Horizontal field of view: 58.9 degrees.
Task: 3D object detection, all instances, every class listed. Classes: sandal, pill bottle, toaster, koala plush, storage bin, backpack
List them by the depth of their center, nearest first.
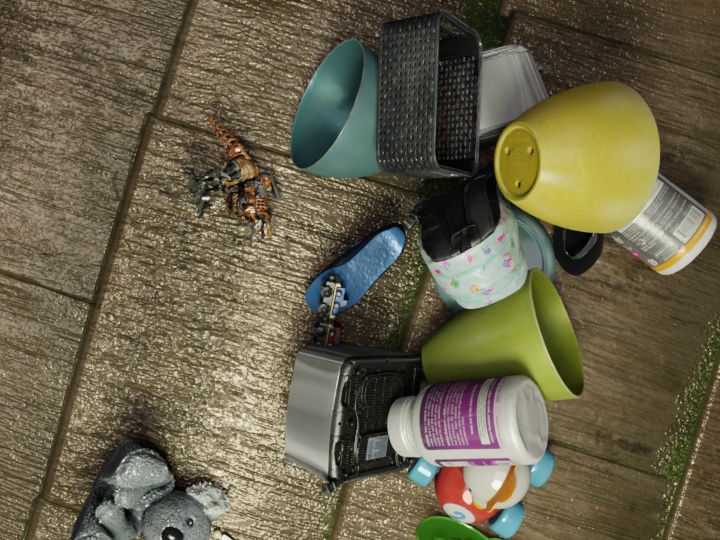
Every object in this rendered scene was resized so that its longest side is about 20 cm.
[{"bbox_3d":[0.139,0.204,0.856,0.199,0.112,0.113,-13,88,36],"label":"pill bottle"},{"bbox_3d":[0.095,-0.232,0.873,0.093,0.135,0.202,2,92,35],"label":"storage bin"},{"bbox_3d":[0.158,-0.045,0.895,0.166,0.201,0.127,-34,113,19],"label":"backpack"},{"bbox_3d":[-0.012,0.208,0.938,0.118,0.199,0.183,6,90,43],"label":"toaster"},{"bbox_3d":[0.328,-0.067,0.940,0.076,0.201,0.043,36,56,25],"label":"sandal"},{"bbox_3d":[0.417,-0.096,0.960,0.199,0.116,0.117,38,91,3],"label":"pill bottle"},{"bbox_3d":[0.190,-0.255,0.975,0.198,0.114,0.130,-15,85,4],"label":"toaster"},{"bbox_3d":[-0.313,0.371,0.983,0.199,0.184,0.178,33,78,-18],"label":"koala plush"}]

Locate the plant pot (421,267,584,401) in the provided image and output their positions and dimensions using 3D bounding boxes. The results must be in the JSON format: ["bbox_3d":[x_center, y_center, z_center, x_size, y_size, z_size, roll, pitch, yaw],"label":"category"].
[{"bbox_3d":[0.196,0.117,0.938,0.199,0.187,0.189,-22,88,28],"label":"plant pot"}]

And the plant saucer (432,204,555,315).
[{"bbox_3d":[0.213,-0.009,1.012,0.198,0.027,0.202,0,90,3],"label":"plant saucer"}]

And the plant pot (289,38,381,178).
[{"bbox_3d":[0.001,-0.221,0.958,0.134,0.200,0.202,20,90,-30],"label":"plant pot"}]

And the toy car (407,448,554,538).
[{"bbox_3d":[0.183,0.302,0.923,0.183,0.200,0.178,31,91,3],"label":"toy car"}]

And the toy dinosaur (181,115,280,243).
[{"bbox_3d":[-0.205,-0.139,1.015,0.135,0.102,0.201,-20,70,-13],"label":"toy dinosaur"}]

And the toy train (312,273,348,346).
[{"bbox_3d":[-0.050,0.099,0.989,0.045,0.034,0.202,7,112,-7],"label":"toy train"}]

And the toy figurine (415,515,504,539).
[{"bbox_3d":[0.143,0.506,0.979,0.198,0.150,0.185,15,105,-21],"label":"toy figurine"}]

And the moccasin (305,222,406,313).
[{"bbox_3d":[0.000,0.000,0.997,0.199,0.068,0.081,-33,102,25],"label":"moccasin"}]

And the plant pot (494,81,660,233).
[{"bbox_3d":[0.262,-0.145,0.838,0.141,0.200,0.202,-6,89,-21],"label":"plant pot"}]

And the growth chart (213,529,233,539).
[{"bbox_3d":[-0.241,0.525,1.030,0.145,0.018,0.200,43,91,2],"label":"growth chart"}]
